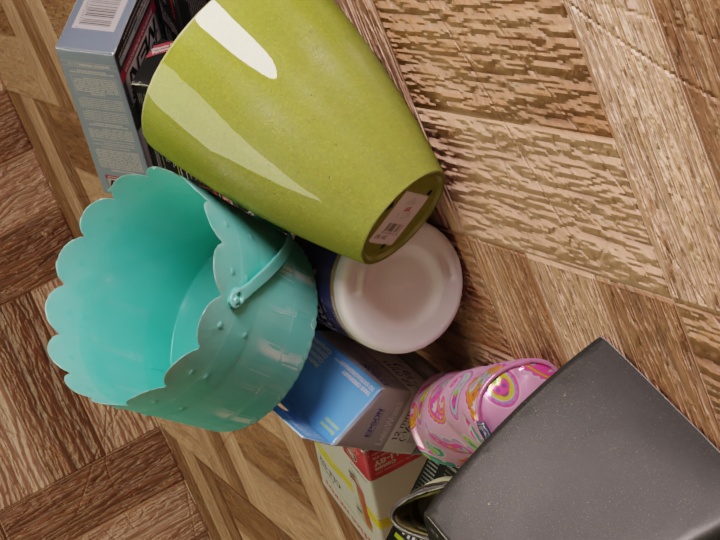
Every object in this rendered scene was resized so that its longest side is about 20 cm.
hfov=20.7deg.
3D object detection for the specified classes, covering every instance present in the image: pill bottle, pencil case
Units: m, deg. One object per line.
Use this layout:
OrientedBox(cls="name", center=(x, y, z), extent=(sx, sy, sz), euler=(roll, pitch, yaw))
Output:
OrientedBox(cls="pill bottle", center=(0.000, 0.000, 1.663), extent=(0.112, 0.111, 0.200), euler=(67, 165, -15))
OrientedBox(cls="pencil case", center=(0.102, 0.117, 1.569), extent=(0.088, 0.087, 0.200), euler=(63, 164, -3))

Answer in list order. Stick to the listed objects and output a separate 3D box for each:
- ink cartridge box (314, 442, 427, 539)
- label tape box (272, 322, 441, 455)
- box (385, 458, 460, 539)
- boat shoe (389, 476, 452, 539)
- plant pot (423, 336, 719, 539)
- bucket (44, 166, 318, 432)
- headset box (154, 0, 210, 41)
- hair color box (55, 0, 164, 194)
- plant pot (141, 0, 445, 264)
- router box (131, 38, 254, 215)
OrientedBox(cls="ink cartridge box", center=(0.015, 0.179, 1.971), extent=(0.145, 0.083, 0.201), euler=(50, 160, 40))
OrientedBox(cls="label tape box", center=(-0.016, 0.091, 1.705), extent=(0.143, 0.066, 0.199), euler=(39, -165, 37))
OrientedBox(cls="box", center=(0.084, 0.256, 1.697), extent=(0.047, 0.194, 0.200), euler=(24, -175, -27))
OrientedBox(cls="boat shoe", center=(0.108, 0.196, 1.574), extent=(0.200, 0.066, 0.072), euler=(-7, 94, 44))
OrientedBox(cls="plant pot", center=(0.158, 0.207, 1.359), extent=(0.200, 0.177, 0.200), euler=(46, 159, 44))
OrientedBox(cls="bucket", center=(-0.141, 0.029, 1.600), extent=(0.134, 0.208, 0.207), euler=(23, -162, -44))
OrientedBox(cls="headset box", center=(-0.177, -0.281, 1.849), extent=(0.200, 0.075, 0.149), euler=(52, 161, 36))
OrientedBox(cls="hair color box", center=(-0.218, -0.169, 1.824), extent=(0.060, 0.100, 0.201), euler=(8, 144, 14))
OrientedBox(cls="plant pot", center=(-0.035, -0.103, 1.531), extent=(0.200, 0.187, 0.188), euler=(43, 159, 18))
OrientedBox(cls="router box", center=(-0.116, -0.111, 1.818), extent=(0.149, 0.062, 0.201), euler=(15, 144, 19))
